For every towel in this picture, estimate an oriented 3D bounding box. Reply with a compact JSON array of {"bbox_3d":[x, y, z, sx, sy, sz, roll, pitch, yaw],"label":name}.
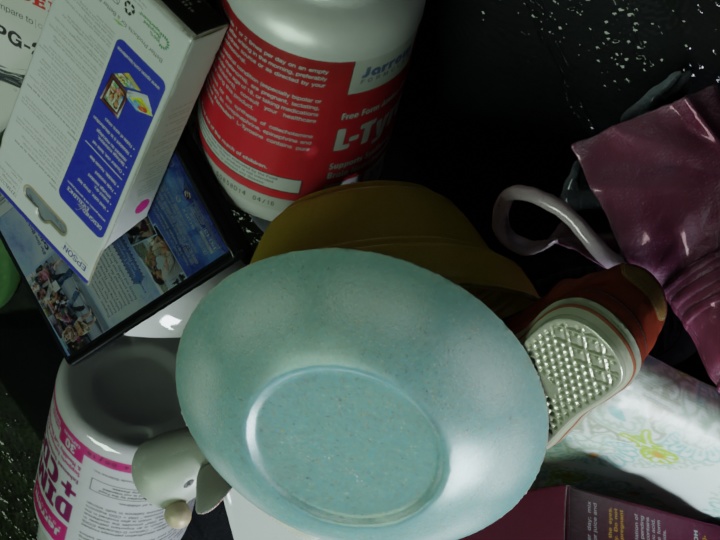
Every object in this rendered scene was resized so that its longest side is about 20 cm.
[{"bbox_3d":[0.145,0.105,1.467,0.171,0.048,0.200,22,152,-32],"label":"towel"}]

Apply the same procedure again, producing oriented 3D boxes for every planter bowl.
[{"bbox_3d":[0.005,0.004,1.410,0.200,0.200,0.084,-34,58,51],"label":"planter bowl"}]

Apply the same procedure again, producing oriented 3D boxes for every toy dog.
[{"bbox_3d":[-0.032,0.118,1.447,0.200,0.132,0.097,-28,62,46],"label":"toy dog"}]

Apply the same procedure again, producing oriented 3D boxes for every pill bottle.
[{"bbox_3d":[-0.165,0.136,1.771,0.113,0.113,0.200,32,141,12],"label":"pill bottle"},{"bbox_3d":[-0.026,-0.128,1.402,0.112,0.112,0.200,31,141,13],"label":"pill bottle"}]

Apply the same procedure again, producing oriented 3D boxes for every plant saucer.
[{"bbox_3d":[-0.004,0.080,1.323,0.200,0.039,0.202,7,128,9],"label":"plant saucer"}]

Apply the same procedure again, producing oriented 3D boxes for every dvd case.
[{"bbox_3d":[-0.152,-0.038,1.504,0.200,0.018,0.143,-31,87,49],"label":"dvd case"}]

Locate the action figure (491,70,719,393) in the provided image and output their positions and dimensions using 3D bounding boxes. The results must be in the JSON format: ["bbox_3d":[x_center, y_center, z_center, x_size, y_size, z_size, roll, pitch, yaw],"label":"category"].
[{"bbox_3d":[0.179,0.003,1.317,0.200,0.148,0.134,62,167,19],"label":"action figure"}]

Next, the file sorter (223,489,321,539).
[{"bbox_3d":[0.014,0.176,1.646,0.138,0.125,0.201,14,135,29],"label":"file sorter"}]

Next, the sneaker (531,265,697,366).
[{"bbox_3d":[0.121,0.038,1.485,0.200,0.078,0.066,-13,80,36],"label":"sneaker"}]

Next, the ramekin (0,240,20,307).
[{"bbox_3d":[-0.343,-0.022,1.784,0.199,0.098,0.201,23,139,22],"label":"ramekin"}]

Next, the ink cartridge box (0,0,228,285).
[{"bbox_3d":[-0.143,-0.092,1.426,0.095,0.037,0.200,45,133,18],"label":"ink cartridge box"}]

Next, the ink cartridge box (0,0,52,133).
[{"bbox_3d":[-0.187,-0.135,1.555,0.144,0.084,0.200,27,139,17],"label":"ink cartridge box"}]

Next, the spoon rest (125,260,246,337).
[{"bbox_3d":[-0.094,0.008,1.619,0.199,0.100,0.061,15,155,12],"label":"spoon rest"}]

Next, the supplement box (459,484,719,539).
[{"bbox_3d":[0.144,0.188,1.486,0.200,0.086,0.110,18,158,-41],"label":"supplement box"}]

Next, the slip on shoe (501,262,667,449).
[{"bbox_3d":[0.099,0.046,1.343,0.074,0.061,0.200,47,152,-3],"label":"slip on shoe"}]

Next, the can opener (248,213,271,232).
[{"bbox_3d":[0.000,0.000,1.549,0.066,0.053,0.200,-17,117,35],"label":"can opener"}]
